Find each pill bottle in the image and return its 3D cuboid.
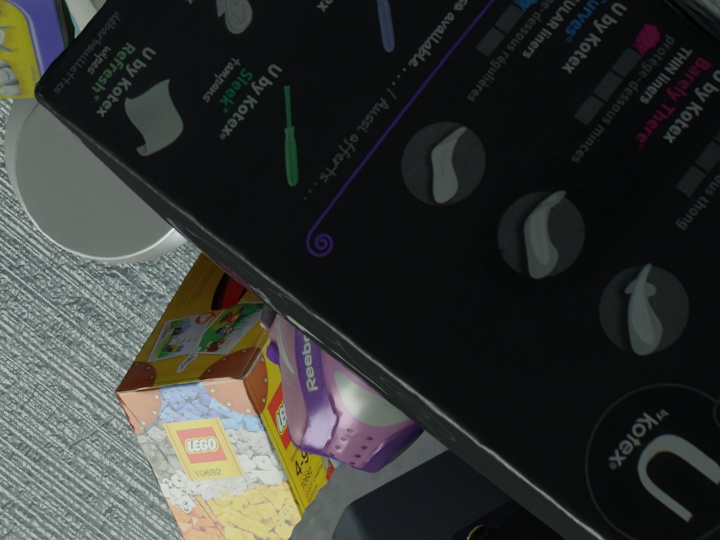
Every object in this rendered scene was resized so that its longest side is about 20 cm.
[{"bbox_3d":[-0.116,-0.066,1.052,0.112,0.112,0.200,39,-171,-8],"label":"pill bottle"}]

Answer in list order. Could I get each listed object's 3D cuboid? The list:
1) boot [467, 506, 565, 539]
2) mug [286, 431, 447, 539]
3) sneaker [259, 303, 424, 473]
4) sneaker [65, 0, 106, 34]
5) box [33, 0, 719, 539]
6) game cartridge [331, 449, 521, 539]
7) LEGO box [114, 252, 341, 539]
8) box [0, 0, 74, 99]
[{"bbox_3d":[0.078,0.069,0.685,0.073,0.151,0.200,49,171,-23],"label":"boot"},{"bbox_3d":[0.049,0.153,0.868,0.200,0.175,0.148,40,177,46],"label":"mug"},{"bbox_3d":[0.000,0.000,0.755,0.080,0.089,0.200,18,-153,-12],"label":"sneaker"},{"bbox_3d":[-0.009,-0.066,0.654,0.200,0.077,0.081,31,168,12],"label":"sneaker"},{"bbox_3d":[0.040,-0.010,0.511,0.200,0.106,0.122,37,177,21],"label":"box"},{"bbox_3d":[0.088,0.138,0.729,0.133,0.041,0.200,-20,-127,-44],"label":"game cartridge"},{"bbox_3d":[-0.037,0.060,1.121,0.077,0.200,0.149,-8,121,24],"label":"LEGO box"},{"bbox_3d":[-0.202,-0.095,0.727,0.199,0.049,0.117,-1,165,-3],"label":"box"}]
